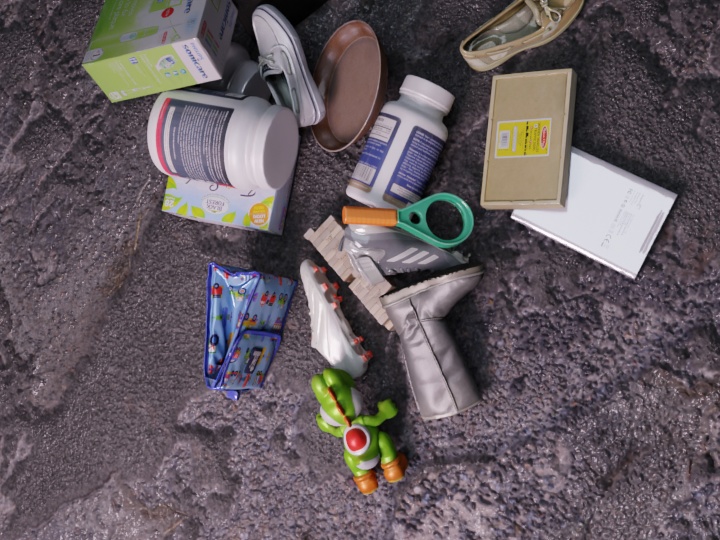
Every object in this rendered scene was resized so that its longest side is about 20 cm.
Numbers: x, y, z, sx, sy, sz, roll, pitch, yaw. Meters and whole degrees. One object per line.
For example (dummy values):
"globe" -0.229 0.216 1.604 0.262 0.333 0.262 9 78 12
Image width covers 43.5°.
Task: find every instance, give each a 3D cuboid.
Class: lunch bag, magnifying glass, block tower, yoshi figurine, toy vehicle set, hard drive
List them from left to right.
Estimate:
"lunch bag" -0.184 0.100 1.398 0.093 0.150 0.203 11 89 19
"yoshi figurine" -0.009 0.225 1.355 0.111 0.112 0.202 -9 114 53
"block tower" 0.000 0.000 1.397 0.058 0.054 0.200 -45 74 9
"magnifying glass" 0.071 -0.076 1.304 0.197 0.022 0.081 2 76 -15
"toy vehicle set" 0.246 -0.191 1.323 0.123 0.026 0.203 3 81 31
"hard drive" 0.336 -0.092 1.307 0.198 0.025 0.133 28 94 18

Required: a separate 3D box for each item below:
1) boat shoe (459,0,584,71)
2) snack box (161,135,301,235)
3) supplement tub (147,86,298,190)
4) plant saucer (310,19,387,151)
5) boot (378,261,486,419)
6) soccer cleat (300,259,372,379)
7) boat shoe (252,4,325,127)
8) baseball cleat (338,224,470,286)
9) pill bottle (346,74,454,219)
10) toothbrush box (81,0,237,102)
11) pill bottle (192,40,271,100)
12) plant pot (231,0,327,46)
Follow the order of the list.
"boat shoe" 0.241 -0.369 1.342 0.199 0.063 0.074 -26 78 15
"snack box" -0.210 -0.158 1.473 0.197 0.068 0.171 11 88 20
"supplement tub" -0.208 -0.200 1.368 0.198 0.140 0.142 13 89 19
"plant saucer" -0.015 -0.281 1.391 0.199 0.034 0.203 -18 69 54
"boot" 0.132 0.103 1.308 0.180 0.072 0.202 -22 91 26
"soccer cleat" -0.055 0.080 1.403 0.077 0.069 0.202 -30 80 17
"boat shoe" -0.123 -0.315 1.392 0.073 0.066 0.202 -31 88 54
"baseball cleat" 0.062 -0.016 1.344 0.198 0.070 0.108 23 94 -9
"pill bottle" 0.065 -0.184 1.360 0.110 0.111 0.202 25 93 19
"toothbrush box" -0.298 -0.350 1.354 0.197 0.086 0.147 -6 55 20
"pill bottle" -0.247 -0.328 1.474 0.198 0.119 0.121 28 94 18
"plant pot" -0.160 -0.510 1.430 0.198 0.177 0.201 -33 77 13
